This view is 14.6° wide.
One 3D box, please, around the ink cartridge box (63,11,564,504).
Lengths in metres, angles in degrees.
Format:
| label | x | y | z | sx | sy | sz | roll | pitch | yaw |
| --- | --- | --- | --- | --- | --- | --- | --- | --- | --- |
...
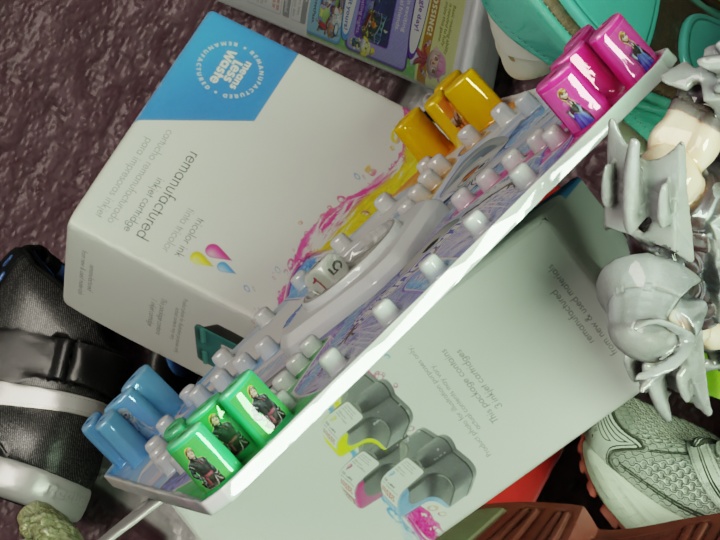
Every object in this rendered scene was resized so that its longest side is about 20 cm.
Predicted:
| label | x | y | z | sx | sy | sz | roll | pitch | yaw |
| --- | --- | --- | --- | --- | --- | --- | --- | --- | --- |
| ink cartridge box | 0.000 | 0.000 | 1.077 | 0.200 | 0.067 | 0.116 | 26 | 61 | 7 |

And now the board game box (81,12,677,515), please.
| label | x | y | z | sx | sy | sz | roll | pitch | yaw |
| --- | --- | --- | --- | --- | --- | --- | --- | --- | --- |
| board game box | -0.003 | -0.002 | 0.927 | 0.200 | 0.026 | 0.200 | -44 | 8 | -11 |

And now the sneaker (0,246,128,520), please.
| label | x | y | z | sx | sy | sz | roll | pitch | yaw |
| --- | --- | --- | --- | --- | --- | --- | --- | --- | --- |
| sneaker | -0.185 | 0.036 | 1.287 | 0.200 | 0.073 | 0.112 | 17 | 81 | 32 |

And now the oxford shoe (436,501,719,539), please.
| label | x | y | z | sx | sy | sz | roll | pitch | yaw |
| --- | --- | --- | --- | --- | --- | --- | --- | --- | --- |
| oxford shoe | 0.112 | 0.128 | 0.959 | 0.200 | 0.070 | 0.075 | 7 | 122 | 32 |

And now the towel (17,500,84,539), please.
| label | x | y | z | sx | sy | sz | roll | pitch | yaw |
| --- | --- | --- | --- | --- | --- | --- | --- | --- | --- |
| towel | -0.059 | 0.181 | 1.090 | 0.036 | 0.148 | 0.200 | -41 | 52 | 2 |

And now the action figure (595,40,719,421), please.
| label | x | y | z | sx | sy | sz | roll | pitch | yaw |
| --- | --- | --- | --- | --- | --- | --- | --- | --- | --- |
| action figure | 0.127 | -0.036 | 0.862 | 0.069 | 0.130 | 0.200 | 23 | 52 | 18 |

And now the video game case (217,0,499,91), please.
| label | x | y | z | sx | sy | sz | roll | pitch | yaw |
| --- | --- | --- | --- | --- | --- | --- | --- | --- | --- |
| video game case | 0.009 | -0.192 | 1.209 | 0.182 | 0.022 | 0.200 | 26 | 112 | 44 |

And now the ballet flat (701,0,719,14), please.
| label | x | y | z | sx | sy | sz | roll | pitch | yaw |
| --- | --- | --- | --- | --- | --- | --- | --- | --- | --- |
| ballet flat | 0.149 | -0.108 | 1.097 | 0.200 | 0.067 | 0.067 | 30 | 79 | 41 |

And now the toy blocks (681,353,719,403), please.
| label | x | y | z | sx | sy | sz | roll | pitch | yaw |
| --- | --- | --- | --- | --- | --- | --- | --- | --- | --- |
| toy blocks | 0.220 | -0.005 | 0.948 | 0.137 | 0.200 | 0.100 | 18 | 129 | 39 |

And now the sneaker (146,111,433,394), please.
| label | x | y | z | sx | sy | sz | roll | pitch | yaw |
| --- | --- | --- | --- | --- | --- | --- | --- | --- | --- |
| sneaker | -0.017 | 0.011 | 1.143 | 0.073 | 0.112 | 0.200 | 29 | 91 | 40 |

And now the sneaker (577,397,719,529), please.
| label | x | y | z | sx | sy | sz | roll | pitch | yaw |
| --- | --- | --- | --- | --- | --- | --- | --- | --- | --- |
| sneaker | 0.168 | 0.077 | 0.991 | 0.200 | 0.078 | 0.082 | 18 | 107 | 32 |

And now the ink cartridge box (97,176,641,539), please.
| label | x | y | z | sx | sy | sz | roll | pitch | yaw |
| --- | --- | --- | --- | --- | --- | --- | --- | --- | --- |
| ink cartridge box | 0.009 | 0.058 | 0.961 | 0.200 | 0.115 | 0.068 | -37 | 90 | 13 |

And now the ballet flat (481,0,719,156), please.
| label | x | y | z | sx | sy | sz | roll | pitch | yaw |
| --- | --- | --- | --- | --- | --- | --- | --- | --- | --- |
| ballet flat | 0.090 | -0.078 | 0.993 | 0.070 | 0.200 | 0.067 | -29 | 35 | 44 |
